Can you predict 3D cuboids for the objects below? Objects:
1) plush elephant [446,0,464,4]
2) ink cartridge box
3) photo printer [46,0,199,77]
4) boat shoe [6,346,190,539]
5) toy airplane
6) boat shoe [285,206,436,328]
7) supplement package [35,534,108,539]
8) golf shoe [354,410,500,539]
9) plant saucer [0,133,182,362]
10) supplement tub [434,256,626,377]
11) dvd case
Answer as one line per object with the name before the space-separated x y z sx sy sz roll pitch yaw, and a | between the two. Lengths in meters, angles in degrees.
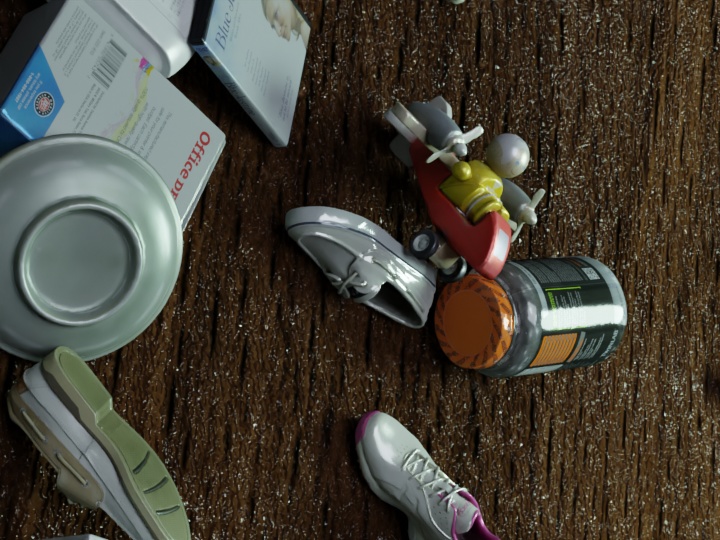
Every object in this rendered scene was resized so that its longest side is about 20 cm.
plush elephant | 0.101 -0.415 1.876 0.200 0.154 0.166 31 60 -35
ink cartridge box | -0.231 -0.118 1.532 0.200 0.084 0.145 43 54 -28
photo printer | -0.215 -0.276 1.585 0.200 0.069 0.167 44 42 -28
boat shoe | -0.217 0.163 1.463 0.200 0.068 0.075 56 14 5
toy airplane | 0.106 -0.103 1.787 0.200 0.141 0.200 59 19 -8
boat shoe | 0.000 0.000 1.741 0.200 0.072 0.066 34 53 -43
supplement package | -0.226 0.326 1.408 0.113 0.109 0.201 27 62 -38
golf shoe | 0.071 0.218 1.737 0.075 0.091 0.200 -47 111 -38
plant saucer | -0.237 -0.011 1.456 0.199 0.050 0.201 -8 110 -22
supplement tub | 0.179 0.048 1.862 0.199 0.122 0.123 -2 81 -44
dvd case | -0.101 -0.227 1.675 0.200 0.017 0.143 49 46 -57
